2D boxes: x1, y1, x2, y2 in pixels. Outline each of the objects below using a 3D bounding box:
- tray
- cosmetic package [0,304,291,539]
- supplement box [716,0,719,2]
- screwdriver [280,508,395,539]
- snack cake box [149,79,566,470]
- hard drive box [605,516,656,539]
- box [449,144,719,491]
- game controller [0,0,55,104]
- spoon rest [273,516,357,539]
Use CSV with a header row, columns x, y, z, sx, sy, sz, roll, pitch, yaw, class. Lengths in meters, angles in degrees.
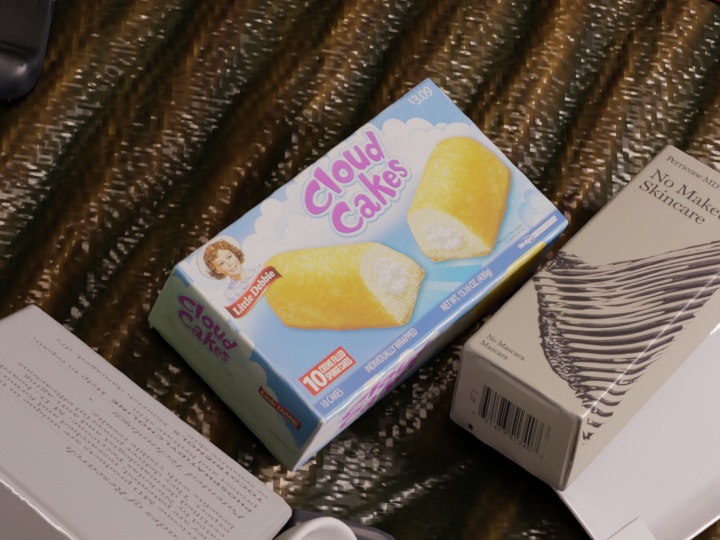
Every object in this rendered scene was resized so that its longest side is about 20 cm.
x,y,z,sx,sy,sz,roll,pitch,yaw,class
0.182,0.085,1.445,0.199,0.022,0.108,-31,76,-29,tray
-0.161,0.141,1.169,0.166,0.168,0.200,38,14,5,cosmetic package
0.254,-0.224,1.592,0.199,0.101,0.104,23,58,-4,supplement box
0.053,0.158,1.363,0.199,0.028,0.029,13,87,-13,screwdriver
0.000,0.000,1.398,0.115,0.067,0.200,46,58,9,snack cake box
0.132,0.253,1.297,0.155,0.077,0.200,-32,79,-30,hard drive box
0.139,0.023,1.415,0.082,0.069,0.200,31,53,20,box
-0.217,-0.186,1.464,0.104,0.042,0.201,21,57,-23,game controller
-0.053,0.208,1.268,0.060,0.100,0.200,17,57,35,spoon rest
